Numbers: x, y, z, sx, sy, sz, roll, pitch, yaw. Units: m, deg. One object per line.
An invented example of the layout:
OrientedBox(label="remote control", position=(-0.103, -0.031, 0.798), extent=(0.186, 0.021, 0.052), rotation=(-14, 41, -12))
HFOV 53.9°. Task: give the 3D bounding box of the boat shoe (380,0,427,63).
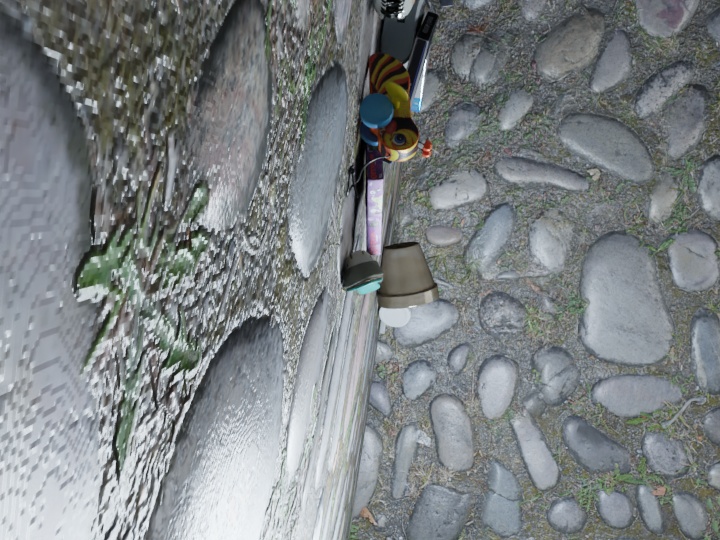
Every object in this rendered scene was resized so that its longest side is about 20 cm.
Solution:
OrientedBox(label="boat shoe", position=(0.072, -0.429, 1.123), extent=(0.091, 0.069, 0.205), rotation=(-68, 172, -77))

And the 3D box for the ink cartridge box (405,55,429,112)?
OrientedBox(label="ink cartridge box", position=(0.130, -0.501, 1.697), extent=(0.203, 0.065, 0.118), rotation=(94, 7, -46))

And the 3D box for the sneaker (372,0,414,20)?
OrientedBox(label="sneaker", position=(0.047, -0.351, 0.876), extent=(0.200, 0.072, 0.082), rotation=(-67, 167, -72))

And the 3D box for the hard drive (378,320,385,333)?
OrientedBox(label="hard drive", position=(0.102, 0.147, 2.864), extent=(0.132, 0.026, 0.206), rotation=(-2, 100, -86))

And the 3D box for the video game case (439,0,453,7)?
OrientedBox(label="video game case", position=(0.085, -0.411, 0.807), extent=(0.203, 0.018, 0.145), rotation=(-91, 172, -49))

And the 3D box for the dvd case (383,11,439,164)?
OrientedBox(label="dvd case", position=(0.079, -0.291, 1.128), extent=(0.151, 0.024, 0.203), rotation=(-71, 179, -56))

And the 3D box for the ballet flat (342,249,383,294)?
OrientedBox(label="ballet flat", position=(0.000, 0.000, 1.107), extent=(0.200, 0.066, 0.065), rotation=(54, 18, -85))

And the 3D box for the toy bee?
OrientedBox(label="toy bee", position=(0.048, -0.194, 0.975), extent=(0.131, 0.106, 0.206), rotation=(-48, 146, -85))

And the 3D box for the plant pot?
OrientedBox(label="plant pot", position=(0.137, 0.008, 2.204), extent=(0.200, 0.194, 0.179), rotation=(-59, 140, -78))

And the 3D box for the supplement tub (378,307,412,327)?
OrientedBox(label="supplement tub", position=(0.133, 0.095, 2.546), extent=(0.202, 0.119, 0.125), rotation=(-75, 173, -50))

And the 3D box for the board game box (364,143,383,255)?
OrientedBox(label="board game box", position=(0.021, -0.128, 1.111), extent=(0.202, 0.031, 0.123), rotation=(90, -5, -59))
